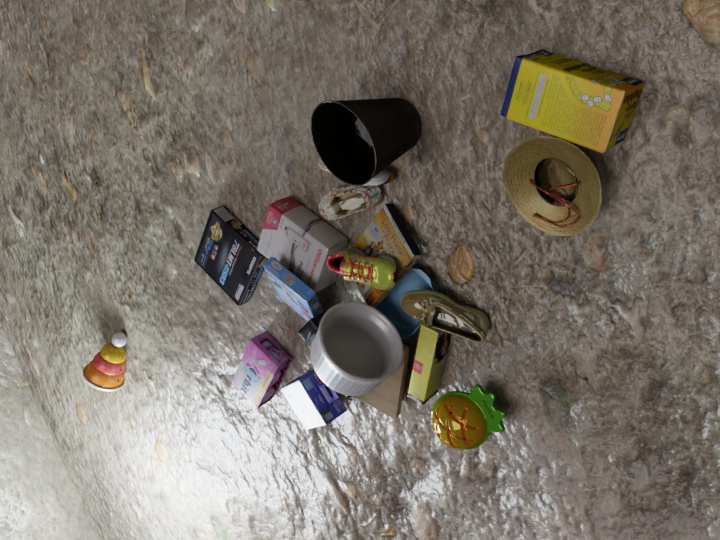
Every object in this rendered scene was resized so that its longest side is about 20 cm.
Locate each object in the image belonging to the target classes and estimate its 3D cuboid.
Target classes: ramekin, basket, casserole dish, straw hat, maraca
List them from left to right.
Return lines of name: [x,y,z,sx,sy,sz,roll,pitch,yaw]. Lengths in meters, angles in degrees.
ramekin: [-0.014,0.178,1.641,0.201,0.200,0.098,47,137,12]
basket: [0.024,-0.275,1.495,0.181,0.200,0.136,54,133,8]
casserole dish: [0.109,0.068,1.687,0.121,0.039,0.200,45,131,15]
maraca: [0.238,0.328,1.650,0.200,0.107,0.138,-35,85,42]
straw hat: [0.362,-0.170,1.348,0.200,0.085,0.202,25,137,25]

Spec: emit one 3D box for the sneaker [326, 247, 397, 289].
sneaker: [0.000,0.000,1.637,0.199,0.090,0.079,15,105,47]

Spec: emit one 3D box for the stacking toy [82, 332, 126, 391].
stacking toy: [-0.847,0.297,2.517,0.146,0.146,0.201,36,113,21]

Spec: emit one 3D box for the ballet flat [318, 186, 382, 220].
ballet flat: [-0.036,-0.155,1.687,0.199,0.064,0.076,-18,107,43]

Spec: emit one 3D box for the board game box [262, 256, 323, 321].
board game box: [-0.159,0.061,1.830,0.151,0.037,0.200,38,163,20]

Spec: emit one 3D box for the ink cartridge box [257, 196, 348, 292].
ink cartridge box: [-0.142,-0.063,1.802,0.200,0.083,0.147,37,128,21]

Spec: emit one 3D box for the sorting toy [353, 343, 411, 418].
sorting toy: [0.034,0.223,1.794,0.199,0.069,0.200,24,122,30]

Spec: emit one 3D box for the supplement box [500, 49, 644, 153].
supplement box: [0.363,-0.296,1.276,0.199,0.109,0.110,27,124,27]

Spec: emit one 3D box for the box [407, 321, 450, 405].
box: [0.158,0.203,1.683,0.050,0.075,0.201,26,124,28]

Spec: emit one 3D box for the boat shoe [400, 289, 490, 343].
boat shoe: [0.178,0.101,1.593,0.200,0.063,0.074,22,126,8]

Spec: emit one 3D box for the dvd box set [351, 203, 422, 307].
dvd box set: [0.046,-0.032,1.672,0.200,0.029,0.147,-50,57,41]

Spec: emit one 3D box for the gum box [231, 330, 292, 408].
gum box: [-0.275,0.275,2.068,0.113,0.066,0.201,42,129,18]

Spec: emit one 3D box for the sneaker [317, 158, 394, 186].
sneaker: [-0.011,-0.247,1.625,0.199,0.076,0.093,23,118,28]

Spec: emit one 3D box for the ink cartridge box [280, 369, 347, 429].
ink cartridge box: [-0.118,0.333,1.920,0.137,0.076,0.200,58,154,2]

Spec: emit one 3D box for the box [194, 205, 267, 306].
box: [-0.351,-0.038,2.007,0.198,0.050,0.200,44,131,16]

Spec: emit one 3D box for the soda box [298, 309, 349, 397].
soda box: [-0.056,0.197,1.761,0.200,0.071,0.063,51,130,10]
